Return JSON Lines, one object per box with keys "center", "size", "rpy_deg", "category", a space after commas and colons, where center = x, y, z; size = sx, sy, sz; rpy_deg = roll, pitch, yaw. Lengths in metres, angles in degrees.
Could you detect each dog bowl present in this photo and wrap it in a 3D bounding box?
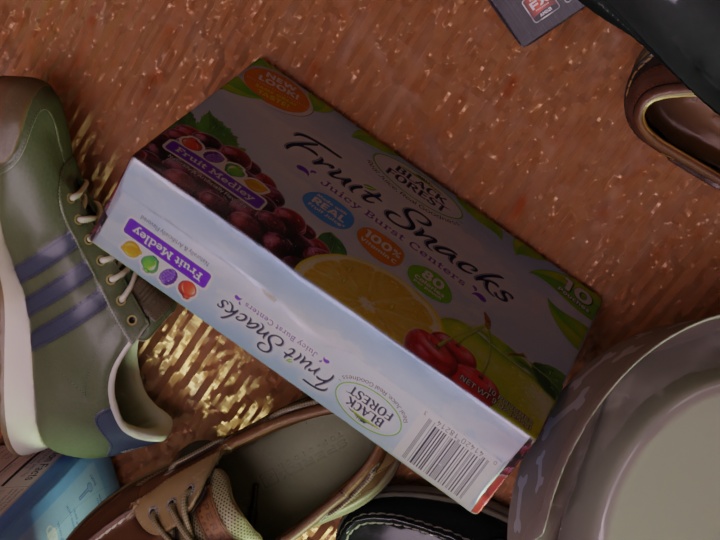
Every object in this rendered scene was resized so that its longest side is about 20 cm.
{"center": [0.152, 0.113, 0.719], "size": [0.199, 0.059, 0.202], "rpy_deg": [-2, 96, -22], "category": "dog bowl"}

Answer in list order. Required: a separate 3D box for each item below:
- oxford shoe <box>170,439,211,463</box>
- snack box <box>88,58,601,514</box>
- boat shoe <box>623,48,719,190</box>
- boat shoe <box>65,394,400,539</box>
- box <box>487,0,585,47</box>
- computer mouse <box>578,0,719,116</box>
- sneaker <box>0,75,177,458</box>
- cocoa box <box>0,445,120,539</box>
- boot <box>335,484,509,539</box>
{"center": [-0.066, 0.186, 0.874], "size": [0.071, 0.071, 0.201], "rpy_deg": [-13, 101, 42], "category": "oxford shoe"}
{"center": [0.000, 0.000, 0.734], "size": [0.199, 0.142, 0.053], "rpy_deg": [35, 119, 2], "category": "snack box"}
{"center": [0.202, -0.041, 0.691], "size": [0.199, 0.068, 0.072], "rpy_deg": [21, 116, 10], "category": "boat shoe"}
{"center": [-0.068, 0.114, 0.792], "size": [0.199, 0.074, 0.076], "rpy_deg": [-34, 83, -7], "category": "boat shoe"}
{"center": [0.104, -0.211, 0.668], "size": [0.199, 0.048, 0.159], "rpy_deg": [-31, 99, 26], "category": "box"}
{"center": [0.152, -0.109, 0.625], "size": [0.199, 0.053, 0.139], "rpy_deg": [35, 102, 2], "category": "computer mouse"}
{"center": [-0.133, 0.003, 0.829], "size": [0.089, 0.067, 0.202], "rpy_deg": [4, 112, 9], "category": "sneaker"}
{"center": [-0.188, 0.207, 0.884], "size": [0.130, 0.133, 0.201], "rpy_deg": [-9, 107, 21], "category": "cocoa box"}
{"center": [0.065, 0.187, 0.778], "size": [0.203, 0.154, 0.074], "rpy_deg": [26, 117, 7], "category": "boot"}
